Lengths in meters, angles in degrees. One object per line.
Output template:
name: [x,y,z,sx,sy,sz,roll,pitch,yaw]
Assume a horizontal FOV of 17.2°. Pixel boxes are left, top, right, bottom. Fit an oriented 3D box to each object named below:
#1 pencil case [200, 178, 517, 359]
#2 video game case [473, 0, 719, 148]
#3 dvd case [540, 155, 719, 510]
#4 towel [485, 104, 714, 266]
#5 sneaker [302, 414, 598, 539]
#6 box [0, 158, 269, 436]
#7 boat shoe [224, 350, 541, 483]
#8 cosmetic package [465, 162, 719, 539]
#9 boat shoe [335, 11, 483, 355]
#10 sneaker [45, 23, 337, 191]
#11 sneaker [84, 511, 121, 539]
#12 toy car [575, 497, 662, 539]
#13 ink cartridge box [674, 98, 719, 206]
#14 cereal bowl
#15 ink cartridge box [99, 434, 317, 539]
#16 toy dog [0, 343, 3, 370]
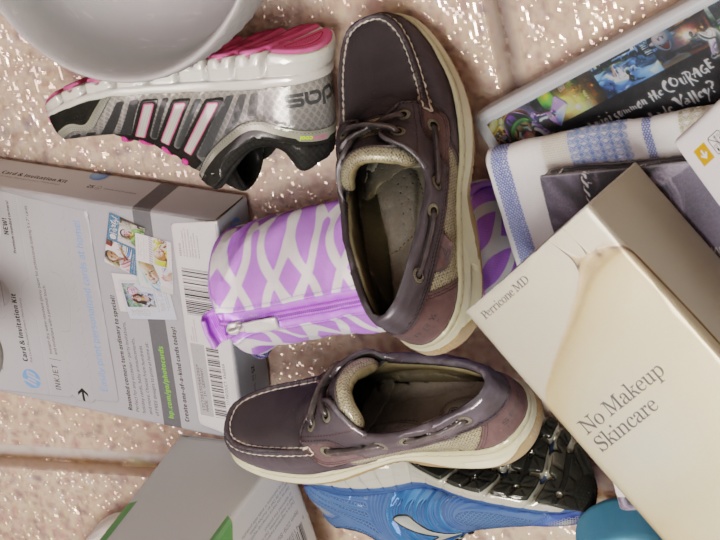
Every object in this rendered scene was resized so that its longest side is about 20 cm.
pencil case: [0.000,0.000,1.367,0.200,0.086,0.084,-12,111,34]
video game case: [0.183,-0.048,1.271,0.200,0.023,0.182,-26,101,39]
dvd case: [0.185,0.035,1.259,0.148,0.016,0.200,-5,111,31]
towel: [0.171,-0.016,1.267,0.200,0.024,0.147,-10,108,33]
sneaker: [0.054,0.130,1.425,0.200,0.079,0.089,3,132,33]
box: [-0.157,0.017,1.500,0.200,0.041,0.156,8,120,27]
boat shoe: [0.004,0.078,1.368,0.200,0.072,0.065,-3,145,29]
cosmetic package: [0.163,0.057,1.225,0.200,0.073,0.104,48,125,3]
boat shoe: [0.019,-0.054,1.279,0.072,0.065,0.201,-19,67,30]
sneaker: [-0.096,-0.085,1.384,0.199,0.074,0.088,-6,106,28]
sneaker: [-0.190,0.244,1.623,0.070,0.080,0.200,39,128,9]
toy car: [0.222,0.243,1.337,0.177,0.185,0.200,-16,138,23]
ink cartridge box: [0.242,-0.011,1.147,0.200,0.037,0.095,57,140,11]
cereal bowl: [-0.122,-0.209,1.318,0.200,0.083,0.201,11,113,27]
ink cartridge box: [-0.086,0.226,1.484,0.087,0.145,0.200,4,129,31]
toy dog: [-0.292,0.025,1.504,0.200,0.096,0.132,174,82,-74]
